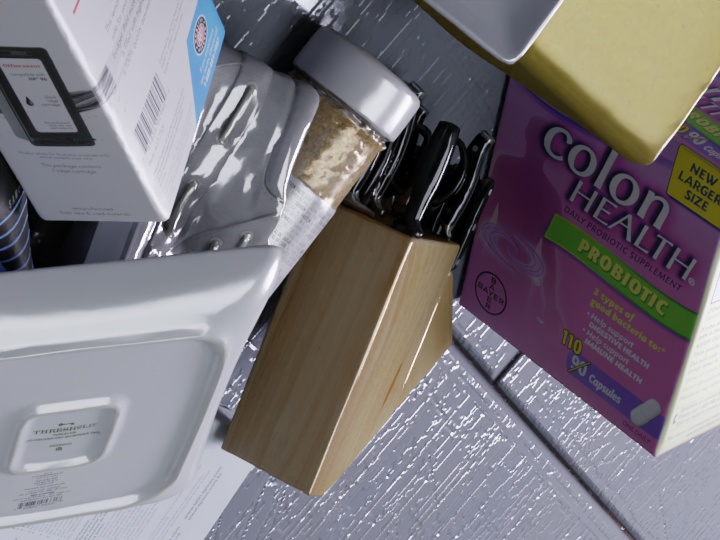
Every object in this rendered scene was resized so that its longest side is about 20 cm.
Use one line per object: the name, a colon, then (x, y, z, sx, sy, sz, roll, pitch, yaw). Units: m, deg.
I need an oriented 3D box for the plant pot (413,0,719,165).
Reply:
plant pot: (0.082, -0.205, 1.102, 0.200, 0.195, 0.195, 30, 98, -38)

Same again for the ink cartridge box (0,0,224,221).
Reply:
ink cartridge box: (-0.128, -0.124, 0.989, 0.200, 0.068, 0.116, 68, 30, -53)

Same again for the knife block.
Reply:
knife block: (0.000, 0.000, 1.267, 0.200, 0.064, 0.176, -47, 149, -34)

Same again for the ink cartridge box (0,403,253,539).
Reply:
ink cartridge box: (-0.168, 0.143, 1.259, 0.200, 0.041, 0.200, -56, 145, 4)

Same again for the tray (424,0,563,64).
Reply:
tray: (0.084, -0.200, 0.997, 0.107, 0.022, 0.200, 36, 94, -15)

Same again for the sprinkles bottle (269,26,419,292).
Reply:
sprinkles bottle: (-0.054, -0.031, 1.205, 0.200, 0.068, 0.068, -52, 146, 1)

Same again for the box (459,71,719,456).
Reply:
box: (0.167, -0.026, 1.372, 0.096, 0.176, 0.201, -20, 136, -38)

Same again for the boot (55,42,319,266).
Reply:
boot: (-0.090, -0.014, 1.134, 0.095, 0.074, 0.201, 21, 101, -19)

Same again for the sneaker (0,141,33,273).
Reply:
sneaker: (-0.179, -0.024, 1.067, 0.200, 0.070, 0.078, 83, 21, -65)

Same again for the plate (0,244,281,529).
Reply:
plate: (-0.146, 0.069, 1.101, 0.199, 0.032, 0.200, -7, 144, -27)
